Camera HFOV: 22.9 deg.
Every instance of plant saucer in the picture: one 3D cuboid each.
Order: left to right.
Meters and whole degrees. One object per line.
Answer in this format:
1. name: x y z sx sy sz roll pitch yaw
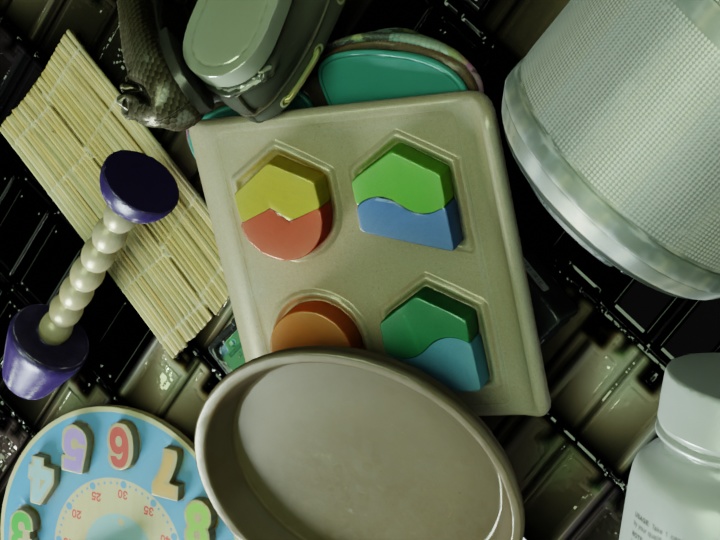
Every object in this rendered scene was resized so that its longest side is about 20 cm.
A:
1. plant saucer: 0.000 0.118 1.022 0.198 0.030 0.202 11 129 14

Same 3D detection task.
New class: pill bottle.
1. pill bottle: 0.190 0.153 0.932 0.112 0.113 0.202 14 107 26

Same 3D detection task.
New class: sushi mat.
1. sushi mat: -0.151 -0.048 1.139 0.096 0.012 0.201 -45 77 29

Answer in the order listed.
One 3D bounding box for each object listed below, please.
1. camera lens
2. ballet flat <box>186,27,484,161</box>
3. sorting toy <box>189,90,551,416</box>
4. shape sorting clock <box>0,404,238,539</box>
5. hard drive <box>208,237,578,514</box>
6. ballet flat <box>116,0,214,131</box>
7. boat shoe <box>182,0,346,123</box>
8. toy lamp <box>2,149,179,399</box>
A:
1. camera lens: 0.177 -0.099 0.859 0.160 0.160 0.200 47 118 13
2. ballet flat: -0.011 -0.101 1.015 0.198 0.071 0.070 -13 112 34
3. sorting toy: 0.000 0.000 0.990 0.198 0.036 0.187 -2 111 30
4. shape sorting clock: -0.161 0.189 1.179 0.198 0.039 0.202 6 104 28
5. hard drive: 0.015 0.035 1.049 0.140 0.038 0.200 50 118 11
6. ballet flat: -0.123 -0.134 1.018 0.046 0.201 0.067 -33 126 9
7. boat shoe: -0.030 -0.177 0.983 0.072 0.060 0.203 14 70 34
8. toy lamp: -0.176 0.010 1.129 0.058 0.058 0.200 48 129 12
